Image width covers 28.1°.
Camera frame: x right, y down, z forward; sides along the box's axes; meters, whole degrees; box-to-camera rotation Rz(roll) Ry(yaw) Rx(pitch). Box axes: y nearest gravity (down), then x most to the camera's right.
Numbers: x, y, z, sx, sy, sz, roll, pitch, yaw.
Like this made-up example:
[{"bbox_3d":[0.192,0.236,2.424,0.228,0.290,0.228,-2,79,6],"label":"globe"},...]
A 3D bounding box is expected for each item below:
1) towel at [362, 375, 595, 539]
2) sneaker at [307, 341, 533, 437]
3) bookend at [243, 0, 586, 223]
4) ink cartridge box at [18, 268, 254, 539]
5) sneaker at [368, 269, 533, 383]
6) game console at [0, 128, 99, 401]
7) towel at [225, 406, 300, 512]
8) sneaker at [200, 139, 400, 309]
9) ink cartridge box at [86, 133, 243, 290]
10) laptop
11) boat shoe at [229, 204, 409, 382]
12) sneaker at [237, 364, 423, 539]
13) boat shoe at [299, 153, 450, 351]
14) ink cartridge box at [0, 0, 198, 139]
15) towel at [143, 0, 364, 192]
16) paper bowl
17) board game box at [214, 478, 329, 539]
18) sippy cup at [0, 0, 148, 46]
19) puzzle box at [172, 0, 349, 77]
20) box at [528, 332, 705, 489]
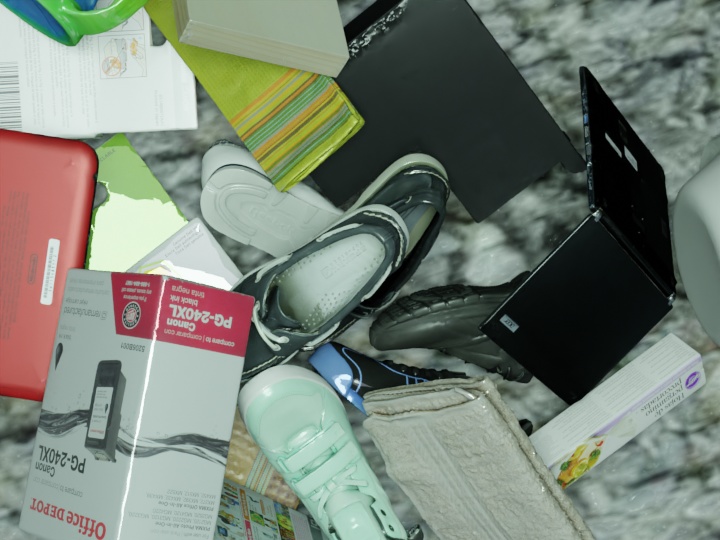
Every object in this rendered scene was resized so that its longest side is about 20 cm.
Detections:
[{"bbox_3d":[0.092,0.166,1.130,0.201,0.132,0.035,54,47,-23],"label":"towel"},{"bbox_3d":[0.052,0.106,1.199,0.199,0.070,0.078,36,88,-12],"label":"sneaker"},{"bbox_3d":[0.044,-0.112,1.172,0.198,0.092,0.200,-38,105,10],"label":"bookend"},{"bbox_3d":[-0.163,0.106,1.037,0.083,0.145,0.202,15,83,-39],"label":"ink cartridge box"},{"bbox_3d":[0.107,0.053,1.196,0.198,0.076,0.092,-8,100,-1],"label":"sneaker"},{"bbox_3d":[-0.293,-0.012,1.139,0.171,0.119,0.202,8,93,0],"label":"game console"},{"bbox_3d":[-0.147,0.168,1.212,0.199,0.022,0.148,26,91,-6],"label":"towel"},{"bbox_3d":[-0.045,-0.039,1.181,0.200,0.081,0.076,37,107,-25],"label":"sneaker"},{"bbox_3d":[-0.189,0.004,1.160,0.147,0.076,0.201,-38,93,-10],"label":"ink cartridge box"},{"bbox_3d":[0.173,-0.023,1.139,0.103,0.177,0.202,-14,60,27],"label":"laptop"},{"bbox_3d":[-0.051,0.022,1.078,0.200,0.060,0.076,-42,93,17],"label":"boat shoe"},{"bbox_3d":[-0.018,0.161,1.118,0.074,0.118,0.201,-36,131,-1],"label":"sneaker"},{"bbox_3d":[0.002,0.001,1.128,0.074,0.066,0.199,35,111,-30],"label":"boat shoe"},{"bbox_3d":[-0.223,-0.208,1.173,0.174,0.045,0.202,-3,94,-3],"label":"ink cartridge box"},{"bbox_3d":[-0.086,-0.162,1.114,0.086,0.018,0.201,-40,76,10],"label":"towel"},{"bbox_3d":[0.316,-0.014,1.136,0.103,0.201,0.203,-15,94,-4],"label":"paper bowl"},{"bbox_3d":[-0.067,0.240,1.137,0.199,0.148,0.065,29,98,-14],"label":"board game box"},{"bbox_3d":[-0.231,-0.263,1.089,0.177,0.140,0.131,38,80,-15],"label":"sippy cup"},{"bbox_3d":[-0.086,-0.242,1.108,0.132,0.025,0.201,9,51,-27],"label":"puzzle box"},{"bbox_3d":[0.198,0.127,1.193,0.199,0.041,0.039,-35,132,-14],"label":"box"}]
